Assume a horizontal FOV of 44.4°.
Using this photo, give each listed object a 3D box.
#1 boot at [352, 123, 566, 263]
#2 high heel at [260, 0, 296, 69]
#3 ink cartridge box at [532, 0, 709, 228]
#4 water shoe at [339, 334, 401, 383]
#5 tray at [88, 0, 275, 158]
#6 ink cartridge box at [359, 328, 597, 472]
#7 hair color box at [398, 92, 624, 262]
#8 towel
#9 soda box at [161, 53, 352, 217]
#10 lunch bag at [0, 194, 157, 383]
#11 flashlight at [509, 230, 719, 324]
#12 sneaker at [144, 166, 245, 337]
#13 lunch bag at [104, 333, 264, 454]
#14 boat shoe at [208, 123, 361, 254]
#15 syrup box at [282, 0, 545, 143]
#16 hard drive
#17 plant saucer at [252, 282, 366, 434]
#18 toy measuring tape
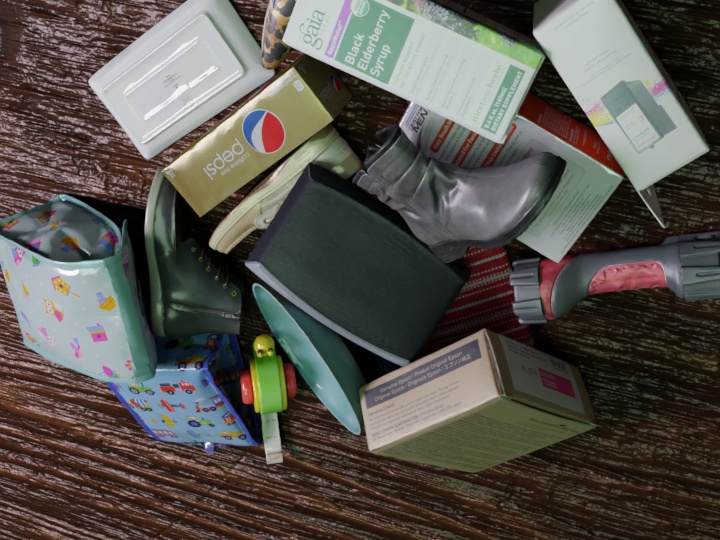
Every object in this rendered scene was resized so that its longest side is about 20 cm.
[{"bbox_3d":[0.072,-0.078,0.758,0.131,0.070,0.200,39,150,-13],"label":"boot"},{"bbox_3d":[-0.001,-0.235,0.787,0.142,0.071,0.201,36,116,3],"label":"high heel"},{"bbox_3d":[0.225,-0.147,0.736,0.067,0.117,0.201,-31,107,24],"label":"ink cartridge box"},{"bbox_3d":[0.005,0.046,0.954,0.071,0.079,0.201,-18,113,27],"label":"water shoe"},{"bbox_3d":[-0.191,-0.197,0.910,0.199,0.022,0.108,-26,110,30],"label":"tray"},{"bbox_3d":[0.123,0.142,0.913,0.164,0.076,0.199,-30,146,30],"label":"ink cartridge box"},{"bbox_3d":[0.133,-0.109,0.826,0.199,0.064,0.111,30,126,-2],"label":"hair color box"},{"bbox_3d":[0.092,0.025,0.926,0.143,0.023,0.202,-17,113,10],"label":"towel"},{"bbox_3d":[-0.107,-0.137,0.888,0.199,0.068,0.064,-31,107,31],"label":"soda box"},{"bbox_3d":[-0.309,0.025,0.999,0.199,0.122,0.172,20,128,37],"label":"lunch bag"},{"bbox_3d":[0.248,0.012,0.857,0.198,0.068,0.068,-5,117,22],"label":"flashlight"},{"bbox_3d":[-0.183,-0.020,0.996,0.105,0.075,0.202,1,116,-2],"label":"sneaker"},{"bbox_3d":[-0.213,0.162,1.104,0.149,0.095,0.201,-2,128,17],"label":"lunch bag"},{"bbox_3d":[-0.082,-0.070,0.921,0.200,0.072,0.065,-38,103,28],"label":"boat shoe"},{"bbox_3d":[0.044,-0.188,0.724,0.198,0.082,0.079,24,113,-2],"label":"syrup box"},{"bbox_3d":[0.000,0.000,0.869,0.199,0.042,0.136,33,96,-10],"label":"hard drive"},{"bbox_3d":[-0.048,0.088,0.968,0.200,0.036,0.200,49,164,19],"label":"plant saucer"},{"bbox_3d":[-0.109,0.170,1.068,0.073,0.074,0.202,7,119,15],"label":"toy measuring tape"}]
